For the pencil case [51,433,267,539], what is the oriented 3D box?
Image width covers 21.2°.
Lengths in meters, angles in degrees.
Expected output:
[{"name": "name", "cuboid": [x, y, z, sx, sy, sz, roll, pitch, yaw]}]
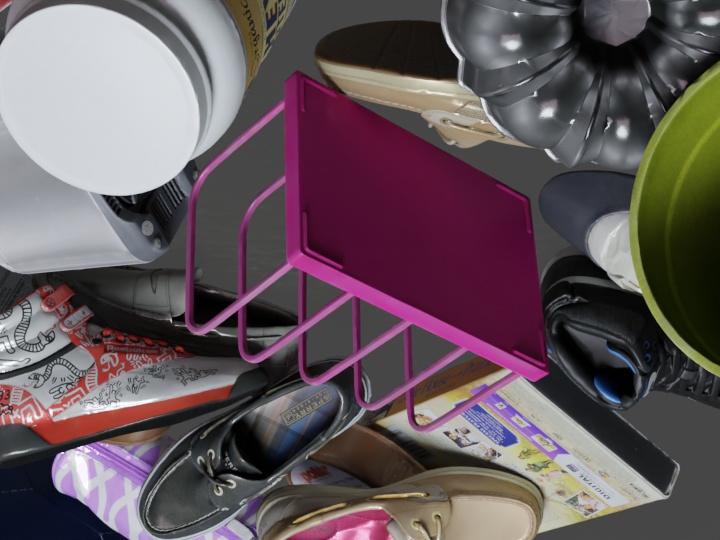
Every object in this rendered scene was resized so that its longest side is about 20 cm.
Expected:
[{"name": "pencil case", "cuboid": [-0.132, 0.174, 1.417, 0.199, 0.084, 0.086, 27, 173, 17]}]

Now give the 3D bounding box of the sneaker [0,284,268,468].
[{"name": "sneaker", "cuboid": [-0.167, 0.056, 1.293, 0.200, 0.109, 0.067, -14, 170, -15]}]

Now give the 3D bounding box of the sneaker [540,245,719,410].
[{"name": "sneaker", "cuboid": [0.202, 0.066, 1.246, 0.199, 0.112, 0.073, 24, 120, -2]}]

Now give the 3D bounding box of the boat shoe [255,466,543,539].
[{"name": "boat shoe", "cuboid": [0.027, 0.182, 1.303, 0.198, 0.069, 0.074, -6, 112, 1]}]

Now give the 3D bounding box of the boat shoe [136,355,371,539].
[{"name": "boat shoe", "cuboid": [-0.081, 0.124, 1.325, 0.199, 0.057, 0.069, -37, 87, 15]}]

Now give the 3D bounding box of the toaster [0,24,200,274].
[{"name": "toaster", "cuboid": [-0.205, -0.088, 1.259, 0.128, 0.114, 0.201, -12, 123, 26]}]

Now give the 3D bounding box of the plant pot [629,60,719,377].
[{"name": "plant pot", "cuboid": [0.278, -0.008, 1.079, 0.199, 0.202, 0.193, -15, 158, 25]}]

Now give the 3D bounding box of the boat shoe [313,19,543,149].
[{"name": "boat shoe", "cuboid": [0.067, -0.105, 1.192, 0.198, 0.071, 0.065, 10, 127, 7]}]

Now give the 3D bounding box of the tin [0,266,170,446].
[{"name": "tin", "cuboid": [-0.217, 0.052, 1.367, 0.199, 0.112, 0.042, 26, 119, -5]}]

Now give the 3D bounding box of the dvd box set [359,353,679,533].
[{"name": "dvd box set", "cuboid": [0.105, 0.122, 1.324, 0.146, 0.030, 0.200, 39, 149, -14]}]

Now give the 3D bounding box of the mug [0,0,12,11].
[{"name": "mug", "cuboid": [-0.271, -0.248, 1.153, 0.177, 0.134, 0.201, -18, 114, 34]}]

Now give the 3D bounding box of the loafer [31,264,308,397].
[{"name": "loafer", "cuboid": [-0.132, 0.024, 1.352, 0.199, 0.070, 0.070, 20, 122, -6]}]

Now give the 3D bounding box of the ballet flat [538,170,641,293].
[{"name": "ballet flat", "cuboid": [0.207, -0.011, 1.222, 0.198, 0.073, 0.073, 17, 128, 4]}]

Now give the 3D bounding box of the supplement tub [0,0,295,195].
[{"name": "supplement tub", "cuboid": [-0.123, -0.149, 1.133, 0.143, 0.201, 0.145, 8, 128, 11]}]

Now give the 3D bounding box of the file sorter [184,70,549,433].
[{"name": "file sorter", "cuboid": [0.000, 0.000, 1.208, 0.199, 0.140, 0.125, 26, 135, -32]}]

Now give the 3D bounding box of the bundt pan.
[{"name": "bundt pan", "cuboid": [0.144, -0.146, 1.095, 0.200, 0.076, 0.204, 0, 110, 1]}]

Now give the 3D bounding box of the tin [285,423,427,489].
[{"name": "tin", "cuboid": [0.030, 0.181, 1.401, 0.200, 0.042, 0.112, 41, 147, -15]}]

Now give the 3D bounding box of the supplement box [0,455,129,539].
[{"name": "supplement box", "cuboid": [-0.274, 0.241, 1.505, 0.199, 0.135, 0.200, 35, 127, -10]}]
